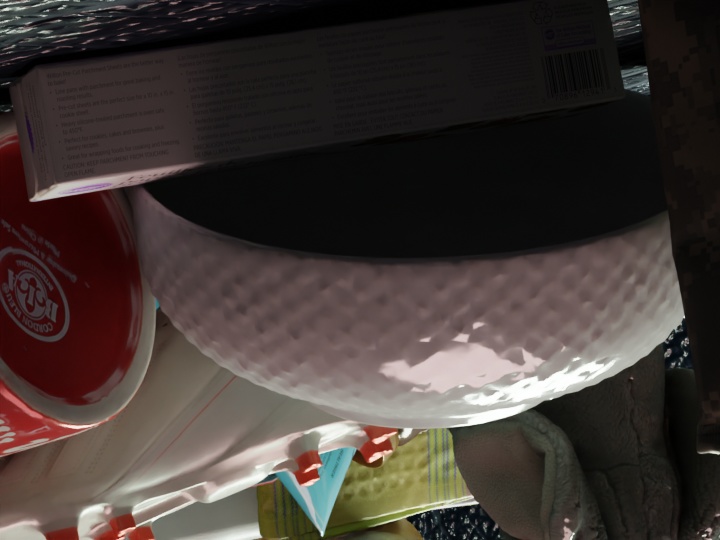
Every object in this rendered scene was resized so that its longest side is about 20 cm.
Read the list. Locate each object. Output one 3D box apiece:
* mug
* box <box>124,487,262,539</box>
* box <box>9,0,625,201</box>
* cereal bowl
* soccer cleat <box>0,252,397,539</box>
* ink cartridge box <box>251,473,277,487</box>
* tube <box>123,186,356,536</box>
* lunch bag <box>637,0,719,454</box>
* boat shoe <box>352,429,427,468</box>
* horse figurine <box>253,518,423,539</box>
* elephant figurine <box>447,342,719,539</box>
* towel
[{"bbox_3d":[-0.191,0.024,0.983,0.200,0.133,0.178,-14,176,31],"label":"mug"},{"bbox_3d":[-0.103,0.053,1.449,0.199,0.171,0.200,-10,178,-23],"label":"box"},{"bbox_3d":[-0.012,-0.058,0.946,0.200,0.041,0.039,-11,178,-21],"label":"box"},{"bbox_3d":[0.023,-0.003,0.984,0.200,0.083,0.200,-2,-158,1],"label":"cereal bowl"},{"bbox_3d":[-0.079,0.056,1.044,0.200,0.078,0.069,-19,165,-14],"label":"soccer cleat"},{"bbox_3d":[-0.163,0.038,1.207,0.200,0.145,0.145,-13,176,33],"label":"ink cartridge box"},{"bbox_3d":[-0.048,0.022,1.163,0.050,0.077,0.200,7,149,39],"label":"tube"},{"bbox_3d":[0.199,-0.038,0.887,0.200,0.164,0.118,-11,172,26],"label":"lunch bag"},{"bbox_3d":[0.000,0.000,1.261,0.070,0.070,0.200,-42,146,-22],"label":"boat shoe"},{"bbox_3d":[-0.015,0.151,1.383,0.132,0.050,0.200,-8,-175,12],"label":"horse figurine"},{"bbox_3d":[0.092,0.079,1.172,0.141,0.200,0.155,-26,161,2],"label":"elephant figurine"},{"bbox_3d":[0.013,0.029,1.347,0.144,0.200,0.023,-11,-158,-21],"label":"towel"}]
